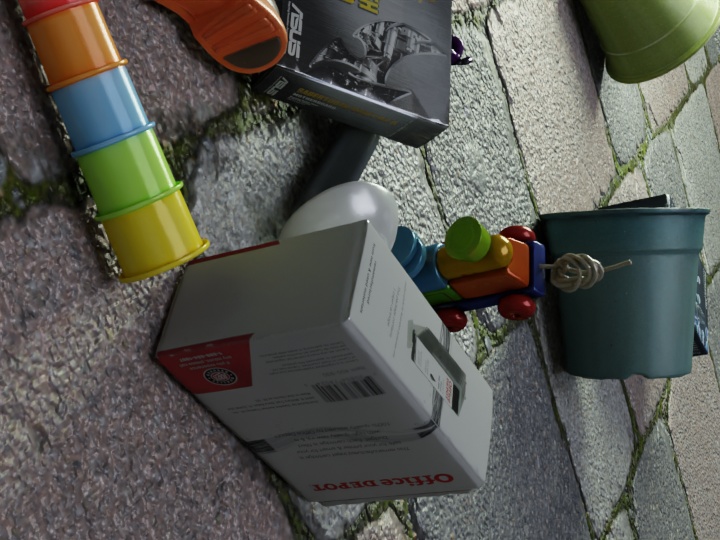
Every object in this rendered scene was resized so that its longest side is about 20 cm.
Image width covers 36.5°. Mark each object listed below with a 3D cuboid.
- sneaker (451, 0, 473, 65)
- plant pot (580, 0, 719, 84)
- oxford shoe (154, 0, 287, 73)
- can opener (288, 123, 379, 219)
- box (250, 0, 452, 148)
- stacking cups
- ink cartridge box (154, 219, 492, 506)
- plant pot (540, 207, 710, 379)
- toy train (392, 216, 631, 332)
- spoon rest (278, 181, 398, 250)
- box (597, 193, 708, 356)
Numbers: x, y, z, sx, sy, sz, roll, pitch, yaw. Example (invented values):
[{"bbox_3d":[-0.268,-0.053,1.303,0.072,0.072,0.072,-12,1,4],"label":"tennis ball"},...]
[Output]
[{"bbox_3d":[0.036,-0.269,0.995,0.201,0.087,0.075,63,33,-28],"label":"sneaker"},{"bbox_3d":[0.403,-0.415,1.613,0.190,0.200,0.201,44,44,-30],"label":"plant pot"},{"bbox_3d":[-0.122,-0.221,0.742,0.200,0.071,0.073,51,20,-47],"label":"oxford shoe"},{"bbox_3d":[-0.018,-0.106,0.901,0.066,0.053,0.200,30,45,-11],"label":"can opener"},{"bbox_3d":[-0.002,-0.215,0.885,0.158,0.048,0.201,16,65,-26],"label":"box"},{"bbox_3d":[-0.153,-0.094,0.639,0.061,0.060,0.201,-45,118,-56],"label":"stacking cups"},{"bbox_3d":[-0.016,0.071,0.736,0.200,0.146,0.083,53,37,-40],"label":"ink cartridge box"},{"bbox_3d":[0.319,0.027,1.311,0.200,0.199,0.197,-1,89,-60],"label":"plant pot"},{"bbox_3d":[0.119,-0.013,0.951,0.116,0.199,0.085,31,55,-47],"label":"toy train"},{"bbox_3d":[0.000,0.000,0.864,0.061,0.099,0.200,59,-1,41],"label":"spoon rest"},{"bbox_3d":[0.417,0.016,1.554,0.200,0.107,0.149,49,41,-43],"label":"box"}]
